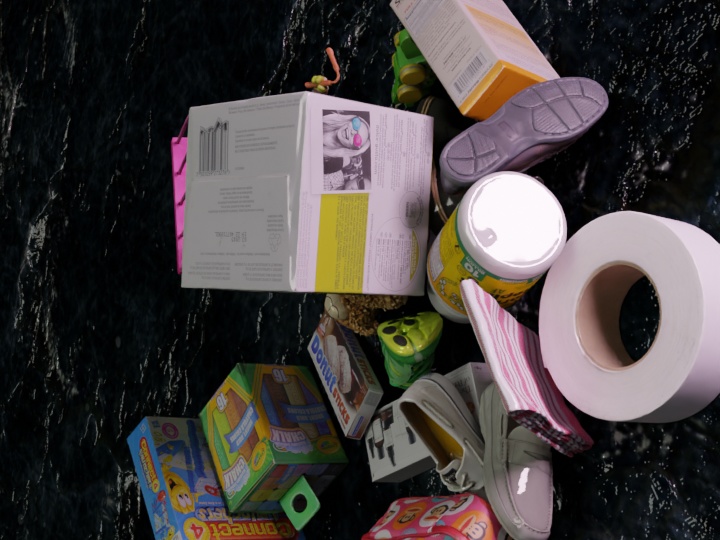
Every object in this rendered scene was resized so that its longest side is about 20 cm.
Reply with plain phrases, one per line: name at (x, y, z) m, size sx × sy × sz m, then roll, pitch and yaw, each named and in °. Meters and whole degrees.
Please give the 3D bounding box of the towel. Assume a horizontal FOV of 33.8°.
towel at (0.165, 0.098, 1.176) m, size 0.030 × 0.200 × 0.147 m, roll -30°, pitch 58°, yaw 16°

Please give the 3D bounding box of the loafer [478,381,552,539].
loafer at (0.164, 0.186, 1.211) m, size 0.070 × 0.070 × 0.201 m, roll -52°, pitch 31°, yaw 36°

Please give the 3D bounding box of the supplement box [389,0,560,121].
supplement box at (0.132, -0.245, 1.316) m, size 0.074 × 0.125 × 0.201 m, roll -49°, pitch 48°, yaw 27°

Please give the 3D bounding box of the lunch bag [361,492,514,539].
lunch bag at (0.106, 0.327, 1.259) m, size 0.177 × 0.082 × 0.200 m, roll 55°, pitch 146°, yaw -9°

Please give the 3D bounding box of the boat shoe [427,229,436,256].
boat shoe at (0.016, -0.055, 1.479) m, size 0.199 × 0.066 × 0.074 m, roll 18°, pitch 98°, yaw 51°

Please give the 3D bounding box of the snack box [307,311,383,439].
snack box at (-0.021, 0.124, 1.491) m, size 0.072 × 0.024 × 0.200 m, roll -66°, pitch 26°, yaw 21°

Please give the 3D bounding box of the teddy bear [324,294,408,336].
teddy bear at (0.000, 0.000, 1.441) m, size 0.145 × 0.067 × 0.200 m, roll 46°, pitch 138°, yaw 0°

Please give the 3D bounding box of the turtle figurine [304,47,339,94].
turtle figurine at (-0.062, -0.182, 1.574) m, size 0.160 × 0.064 × 0.201 m, roll -19°, pitch 80°, yaw 9°

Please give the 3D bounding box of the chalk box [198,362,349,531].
chalk box at (-0.109, 0.237, 1.542) m, size 0.125 × 0.123 × 0.201 m, roll -51°, pitch 48°, yaw 33°

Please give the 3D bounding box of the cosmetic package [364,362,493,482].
cosmetic package at (0.084, 0.179, 1.372) m, size 0.200 × 0.050 × 0.083 m, roll -34°, pitch 60°, yaw 43°

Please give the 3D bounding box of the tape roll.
tape roll at (0.268, 0.047, 1.149) m, size 0.202 × 0.070 × 0.204 m, roll -10°, pitch 77°, yaw 50°

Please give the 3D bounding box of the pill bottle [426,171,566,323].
pill bottle at (0.133, -0.014, 1.250) m, size 0.200 × 0.112 × 0.114 m, roll 120°, pitch 144°, yaw -66°

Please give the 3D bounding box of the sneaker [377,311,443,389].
sneaker at (0.062, 0.093, 1.356) m, size 0.200 × 0.074 × 0.084 m, roll 120°, pitch 134°, yaw -88°

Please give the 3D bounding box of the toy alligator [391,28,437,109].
toy alligator at (0.067, -0.231, 1.430) m, size 0.200 × 0.054 × 0.060 m, roll 96°, pitch 168°, yaw -66°

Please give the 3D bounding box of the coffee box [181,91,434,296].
coffee box at (-0.057, -0.075, 1.295) m, size 0.199 × 0.197 × 0.202 m, roll 3°, pitch 90°, yaw 45°

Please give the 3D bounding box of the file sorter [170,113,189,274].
file sorter at (-0.181, -0.109, 1.646) m, size 0.125 × 0.138 × 0.202 m, roll 136°, pitch 131°, yaw -66°

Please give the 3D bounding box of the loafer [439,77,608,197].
loafer at (0.166, -0.138, 1.240) m, size 0.072 × 0.199 × 0.063 m, roll 57°, pitch 165°, yaw 19°

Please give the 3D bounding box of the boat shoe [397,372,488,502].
boat shoe at (0.109, 0.206, 1.262) m, size 0.071 × 0.070 × 0.201 m, roll -36°, pitch 86°, yaw 43°

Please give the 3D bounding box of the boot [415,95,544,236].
boot at (0.138, -0.139, 1.357) m, size 0.138 × 0.077 × 0.201 m, roll -21°, pitch 50°, yaw 22°

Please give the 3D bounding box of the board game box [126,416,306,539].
board game box at (-0.190, 0.293, 1.573) m, size 0.056 × 0.199 × 0.197 m, roll -49°, pitch 50°, yaw 32°
